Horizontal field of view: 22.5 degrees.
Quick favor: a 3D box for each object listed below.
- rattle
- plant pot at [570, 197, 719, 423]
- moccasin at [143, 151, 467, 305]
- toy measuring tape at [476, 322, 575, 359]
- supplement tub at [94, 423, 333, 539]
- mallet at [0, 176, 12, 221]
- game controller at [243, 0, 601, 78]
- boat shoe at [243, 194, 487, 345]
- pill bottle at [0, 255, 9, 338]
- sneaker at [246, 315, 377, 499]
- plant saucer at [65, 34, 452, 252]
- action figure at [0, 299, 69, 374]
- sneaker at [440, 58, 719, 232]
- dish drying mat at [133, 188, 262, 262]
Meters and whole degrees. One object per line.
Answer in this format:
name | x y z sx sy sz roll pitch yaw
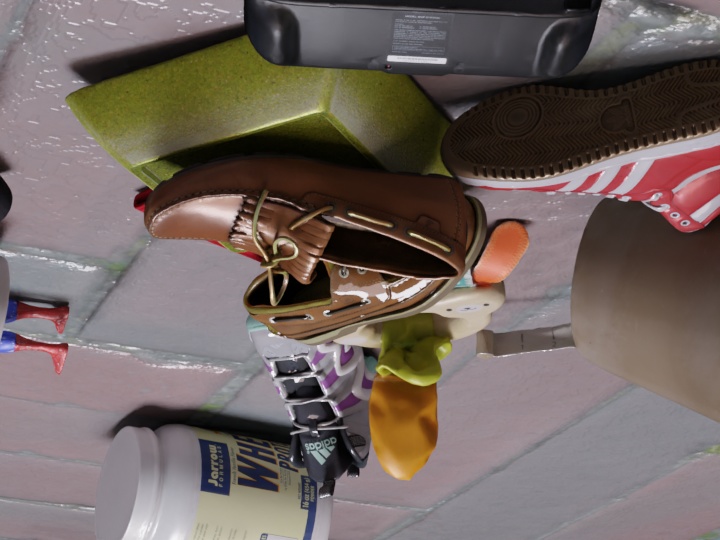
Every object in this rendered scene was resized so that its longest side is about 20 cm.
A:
rattle | 0.060 0.060 1.368 0.130 0.143 0.200 26 151 -29
plant pot | 0.242 0.019 1.229 0.173 0.200 0.200 8 161 25
moccasin | -0.033 -0.023 1.116 0.201 0.078 0.074 7 153 -17
toy measuring tape | 0.182 0.039 1.398 0.199 0.074 0.074 -6 155 15
supplement tub | -0.143 0.228 1.752 0.200 0.145 0.145 13 154 -25
mallet | -0.332 -0.018 1.223 0.200 0.041 0.066 -31 149 -7
game controller | 0.034 -0.148 1.010 0.199 0.042 0.104 3 154 -3
boat shoe | 0.000 0.000 1.291 0.068 0.072 0.200 21 139 -42
pill bottle | -0.365 0.016 1.315 0.200 0.116 0.116 13 154 -24
sneaker | -0.035 0.117 1.496 0.078 0.140 0.200 -9 155 24
plant saucer | -0.054 -0.074 1.156 0.200 0.048 0.200 -15 151 22
action figure | -0.345 0.061 1.470 0.199 0.065 0.099 10 138 -17
sneaker | 0.158 -0.069 1.149 0.199 0.071 0.113 -8 151 16
dish drying mat | -0.066 -0.026 1.323 0.200 0.018 0.077 23 146 -40
